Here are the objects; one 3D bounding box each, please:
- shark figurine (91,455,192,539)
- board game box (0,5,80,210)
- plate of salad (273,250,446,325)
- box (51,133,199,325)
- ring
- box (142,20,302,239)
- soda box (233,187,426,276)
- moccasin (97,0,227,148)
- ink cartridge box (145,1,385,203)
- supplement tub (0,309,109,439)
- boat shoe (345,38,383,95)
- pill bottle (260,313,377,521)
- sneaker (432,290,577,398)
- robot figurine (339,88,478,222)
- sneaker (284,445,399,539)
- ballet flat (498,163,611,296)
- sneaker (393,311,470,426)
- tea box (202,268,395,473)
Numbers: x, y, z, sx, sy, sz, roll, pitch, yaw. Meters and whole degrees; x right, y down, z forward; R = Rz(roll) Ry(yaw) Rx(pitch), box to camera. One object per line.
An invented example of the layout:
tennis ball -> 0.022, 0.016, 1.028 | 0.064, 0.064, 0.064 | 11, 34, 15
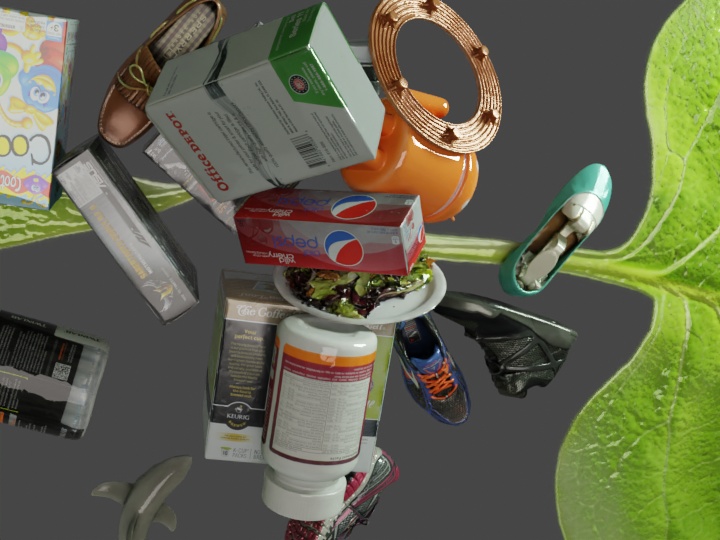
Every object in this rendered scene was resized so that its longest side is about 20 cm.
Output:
shark figurine -> -0.270, 0.341, 1.225 | 0.127, 0.090, 0.216 | -1, 102, -8
board game box -> -0.370, -0.178, 1.066 | 0.102, 0.105, 0.202 | 7, 102, -11
plate of salad -> 0.000, 0.000, 1.126 | 0.198, 0.201, 0.048 | 0, 120, -10
box -> -0.254, -0.050, 1.091 | 0.048, 0.158, 0.201 | -33, 107, -2
ring -> 0.091, -0.226, 1.108 | 0.199, 0.019, 0.202 | 19, 60, -36
box -> -0.127, -0.159, 1.141 | 0.158, 0.050, 0.200 | 42, 94, -17
soda box -> -0.034, -0.044, 1.077 | 0.198, 0.070, 0.064 | 5, 127, 23
moccasin -> -0.219, -0.220, 1.095 | 0.201, 0.078, 0.074 | -45, 107, 3
ink cartridge box -> -0.096, -0.165, 1.012 | 0.199, 0.083, 0.147 | -13, 133, 25
supplement tub -> -0.397, 0.112, 1.125 | 0.199, 0.123, 0.123 | 18, 101, -14
boat shoe -> -0.068, -0.211, 1.074 | 0.198, 0.072, 0.072 | -4, 108, -7
pill bottle -> -0.049, 0.156, 1.063 | 0.109, 0.110, 0.202 | 7, 103, -11
sneaker -> 0.168, 0.095, 1.242 | 0.198, 0.076, 0.115 | 21, 93, -19
robot figurine -> 0.056, -0.125, 1.130 | 0.199, 0.145, 0.116 | 21, 132, -42
sneaker -> -0.027, 0.313, 1.263 | 0.074, 0.081, 0.200 | 32, 101, -28
ballet flat -> 0.251, -0.043, 1.225 | 0.067, 0.070, 0.200 | 39, 95, -16
sneaker -> 0.080, 0.114, 1.231 | 0.075, 0.078, 0.201 | -31, 107, 0
tea box -> -0.078, 0.117, 1.175 | 0.198, 0.134, 0.198 | 8, 103, -12
